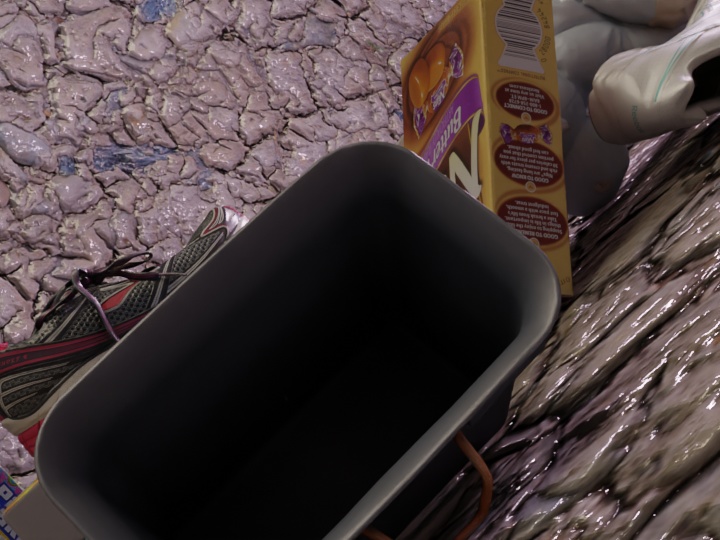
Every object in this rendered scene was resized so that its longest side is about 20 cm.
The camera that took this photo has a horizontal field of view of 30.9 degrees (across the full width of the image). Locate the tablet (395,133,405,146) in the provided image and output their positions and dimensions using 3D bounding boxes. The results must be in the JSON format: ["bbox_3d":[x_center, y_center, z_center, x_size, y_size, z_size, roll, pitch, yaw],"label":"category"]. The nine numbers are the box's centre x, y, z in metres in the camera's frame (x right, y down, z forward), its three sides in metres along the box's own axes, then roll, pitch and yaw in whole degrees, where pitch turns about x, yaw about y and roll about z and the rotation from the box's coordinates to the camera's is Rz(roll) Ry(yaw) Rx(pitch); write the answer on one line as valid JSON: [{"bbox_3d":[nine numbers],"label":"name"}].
[{"bbox_3d":[0.000,0.000,0.948,0.200,0.014,0.130,97,-161,-59],"label":"tablet"}]

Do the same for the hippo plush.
[{"bbox_3d":[0.153,-0.132,0.898,0.159,0.200,0.161,-16,41,47],"label":"hippo plush"}]

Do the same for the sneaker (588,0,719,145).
[{"bbox_3d":[0.239,-0.140,0.839,0.200,0.071,0.080,-39,26,-25],"label":"sneaker"}]

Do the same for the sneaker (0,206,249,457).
[{"bbox_3d":[-0.143,0.022,0.789,0.200,0.075,0.081,-44,2,-31],"label":"sneaker"}]

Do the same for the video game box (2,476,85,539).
[{"bbox_3d":[-0.100,0.066,0.750,0.200,0.047,0.182,-44,1,2],"label":"video game box"}]

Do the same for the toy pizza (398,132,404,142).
[{"bbox_3d":[0.044,-0.069,1.121,0.200,0.032,0.200,-57,-21,-37],"label":"toy pizza"}]

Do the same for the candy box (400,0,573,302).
[{"bbox_3d":[0.074,-0.063,0.805,0.117,0.056,0.201,141,130,-60],"label":"candy box"}]

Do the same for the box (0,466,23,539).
[{"bbox_3d":[-0.286,0.255,0.908,0.193,0.200,0.122,-44,2,-29],"label":"box"}]

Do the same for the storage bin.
[{"bbox_3d":[-0.009,0.073,0.553,0.200,0.145,0.134,-45,-24,-14],"label":"storage bin"}]
